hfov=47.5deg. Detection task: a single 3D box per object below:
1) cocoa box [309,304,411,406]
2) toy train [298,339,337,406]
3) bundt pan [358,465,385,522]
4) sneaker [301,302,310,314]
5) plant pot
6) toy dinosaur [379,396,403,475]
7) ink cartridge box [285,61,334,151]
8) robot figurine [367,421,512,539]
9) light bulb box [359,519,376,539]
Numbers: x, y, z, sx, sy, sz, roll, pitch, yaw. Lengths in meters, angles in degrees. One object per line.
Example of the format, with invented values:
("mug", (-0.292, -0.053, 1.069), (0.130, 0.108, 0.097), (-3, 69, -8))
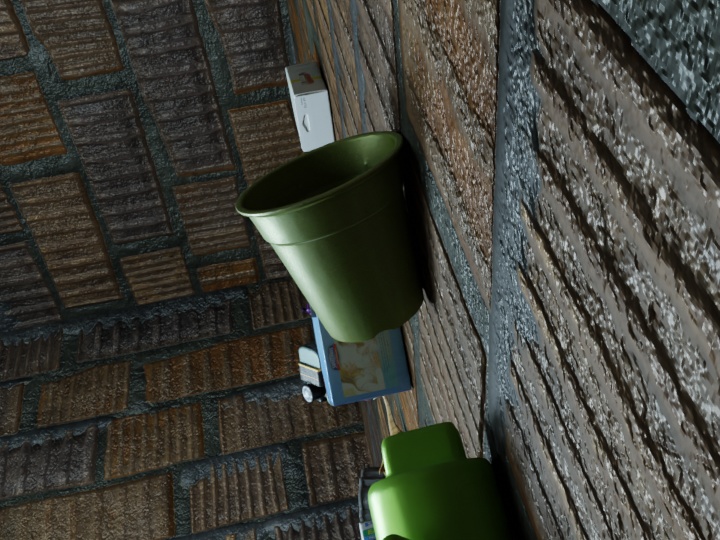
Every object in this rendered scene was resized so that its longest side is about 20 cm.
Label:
("cocoa box", (-0.006, 0.103, 1.320), (0.131, 0.132, 0.203), (156, 103, -83))
("toy train", (-0.024, 0.161, 1.456), (0.085, 0.199, 0.115), (14, 117, 48))
("bundt pan", (0.057, 0.500, 1.685), (0.202, 0.075, 0.205), (-10, -90, -79))
("sneaker", (-0.065, 0.028, 1.802), (0.075, 0.087, 0.202), (-90, 20, -64))
("plant pot", (-0.012, -0.030, 0.931), (0.200, 0.198, 0.192), (-111, -2, -68))
("toy dinosaur", (0.070, 0.319, 1.519), (0.200, 0.060, 0.107), (-117, 40, -58))
("ink cartridge box", (-0.120, -0.393, 1.960), (0.201, 0.082, 0.146), (-107, 7, -56))
("robot figurine", (0.073, 0.238, 0.706), (0.176, 0.114, 0.202), (62, -165, -73))
("light bulb box", (0.082, 0.452, 1.089), (0.200, 0.123, 0.201), (-122, 21, -81))
